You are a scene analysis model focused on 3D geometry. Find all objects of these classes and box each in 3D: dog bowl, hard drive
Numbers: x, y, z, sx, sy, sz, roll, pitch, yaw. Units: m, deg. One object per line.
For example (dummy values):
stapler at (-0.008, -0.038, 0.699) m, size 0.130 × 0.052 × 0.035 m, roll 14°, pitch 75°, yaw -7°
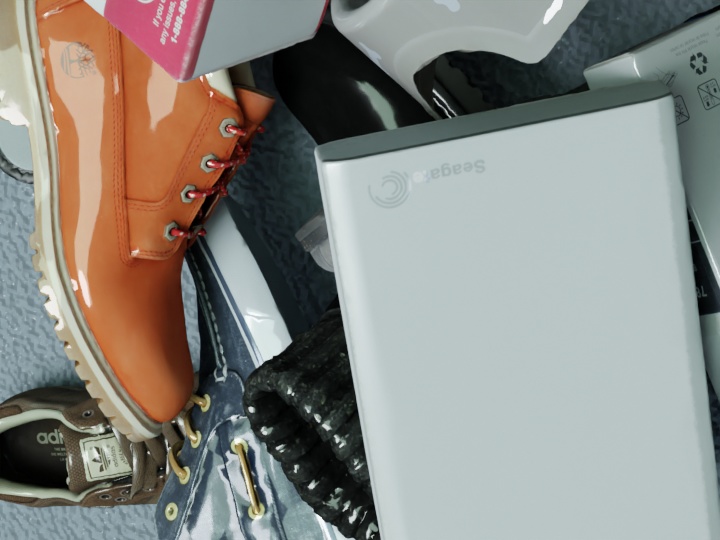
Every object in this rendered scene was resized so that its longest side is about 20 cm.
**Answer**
dog bowl at (0.056, -0.154, 1.010) m, size 0.059 × 0.200 × 0.200 m, roll 29°, pitch 117°, yaw -14°
hard drive at (0.063, 0.038, 1.013) m, size 0.131 × 0.026 × 0.201 m, roll -11°, pitch 112°, yaw -4°

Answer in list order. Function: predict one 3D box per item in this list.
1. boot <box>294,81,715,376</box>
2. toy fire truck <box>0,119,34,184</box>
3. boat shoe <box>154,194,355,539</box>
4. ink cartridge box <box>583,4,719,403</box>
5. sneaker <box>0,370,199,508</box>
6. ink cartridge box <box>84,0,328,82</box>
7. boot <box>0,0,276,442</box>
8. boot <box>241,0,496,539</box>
boot at (0.084, -0.003, 1.048) m, size 0.132 × 0.199 × 0.070 m, roll 68°, pitch 159°, yaw 1°
toy fire truck at (-0.141, -0.154, 1.171) m, size 0.176 × 0.129 × 0.201 m, roll 31°, pitch 95°, yaw 11°
boat shoe at (-0.055, 0.071, 1.146) m, size 0.091 × 0.071 × 0.201 m, roll -23°, pitch 84°, yaw 6°
ink cartridge box at (0.168, -0.006, 1.045) m, size 0.039 × 0.099 × 0.201 m, roll -16°, pitch 98°, yaw 59°
sneaker at (-0.094, 0.084, 1.217) m, size 0.199 × 0.075 × 0.071 m, roll -8°, pitch 99°, yaw 28°
ink cartridge box at (-0.090, -0.191, 1.017) m, size 0.200 × 0.083 × 0.146 m, roll 40°, pitch 133°, yaw 25°
boot at (-0.081, -0.032, 1.095) m, size 0.107 × 0.075 × 0.201 m, roll -10°, pitch 100°, yaw 6°
boot at (0.001, 0.000, 1.095) m, size 0.211 × 0.158 × 0.079 m, roll 46°, pitch 160°, yaw 9°
